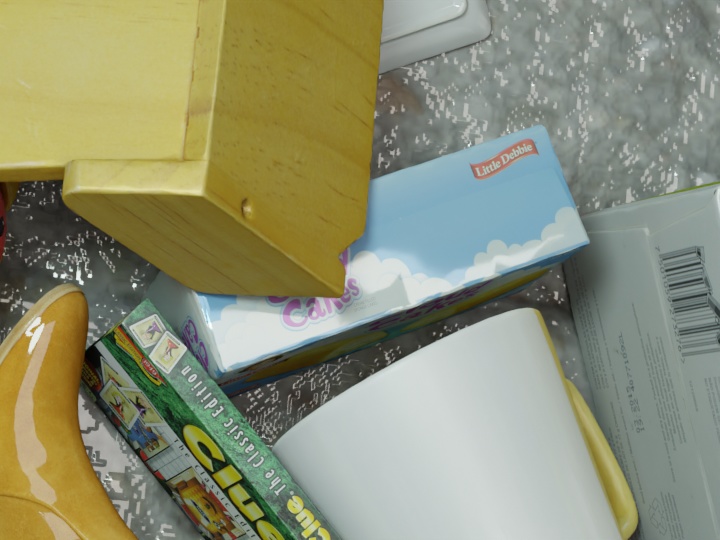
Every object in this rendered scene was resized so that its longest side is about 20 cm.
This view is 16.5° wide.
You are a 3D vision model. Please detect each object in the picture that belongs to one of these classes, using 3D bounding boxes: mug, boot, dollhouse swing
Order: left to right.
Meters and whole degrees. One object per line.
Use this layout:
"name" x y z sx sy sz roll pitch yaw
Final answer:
"boot" -0.126 0.123 1.167 0.144 0.071 0.202 27 100 22
"dollhouse swing" -0.110 -0.097 1.154 0.182 0.175 0.201 37 51 -54
"mug" 0.072 0.113 1.217 0.186 0.149 0.154 -24 78 -23

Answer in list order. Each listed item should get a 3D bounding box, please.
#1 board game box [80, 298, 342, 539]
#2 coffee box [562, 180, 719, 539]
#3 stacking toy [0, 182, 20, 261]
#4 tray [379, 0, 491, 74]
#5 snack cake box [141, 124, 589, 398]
"board game box" -0.062 0.108 1.206 0.023 0.105 0.200 -40 92 -28
"coffee box" 0.244 0.043 1.266 0.197 0.200 0.201 -13 90 -19
"stacking toy" -0.208 -0.047 1.184 0.146 0.146 0.201 34 62 -12
"tray" 0.002 -0.200 1.279 0.107 0.022 0.201 -20 105 -17
"snack cake box" 0.000 0.000 1.234 0.199 0.115 0.067 -19 84 -17
